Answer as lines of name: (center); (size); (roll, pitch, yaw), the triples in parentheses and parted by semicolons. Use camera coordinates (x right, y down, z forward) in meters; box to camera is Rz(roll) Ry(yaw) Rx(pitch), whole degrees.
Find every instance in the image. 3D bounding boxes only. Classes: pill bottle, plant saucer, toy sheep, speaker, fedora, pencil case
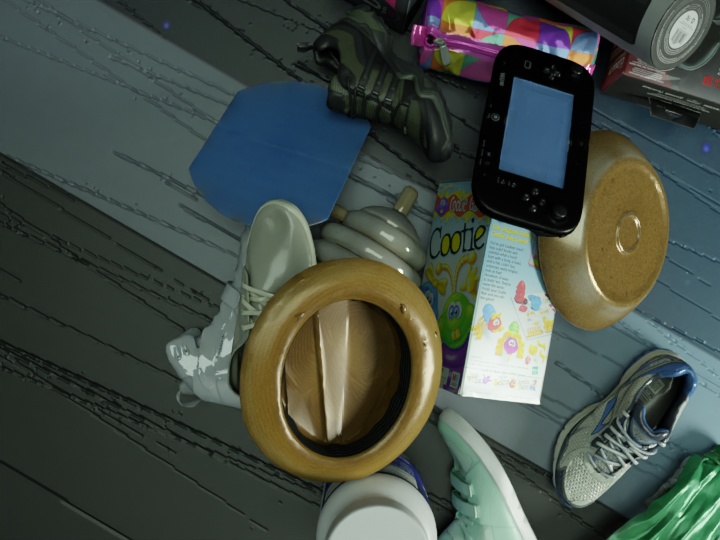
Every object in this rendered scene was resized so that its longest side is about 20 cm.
pill bottle: (0.014, 0.245, 0.707); (0.113, 0.200, 0.119); (0, 89, 0)
plant saucer: (0.256, -0.039, 0.738); (0.197, 0.035, 0.205); (-4, 97, -36)
toy sheep: (0.000, 0.000, 0.750); (0.136, 0.138, 0.203); (28, 88, 1)
speaker: (0.246, -0.279, 0.726); (0.081, 0.081, 0.201); (-37, 51, 0)
fedora: (-0.021, 0.083, 0.655); (0.196, 0.082, 0.206); (-4, 104, -17)
pencil case: (0.150, -0.233, 0.774); (0.195, 0.088, 0.091); (11, 89, 1)

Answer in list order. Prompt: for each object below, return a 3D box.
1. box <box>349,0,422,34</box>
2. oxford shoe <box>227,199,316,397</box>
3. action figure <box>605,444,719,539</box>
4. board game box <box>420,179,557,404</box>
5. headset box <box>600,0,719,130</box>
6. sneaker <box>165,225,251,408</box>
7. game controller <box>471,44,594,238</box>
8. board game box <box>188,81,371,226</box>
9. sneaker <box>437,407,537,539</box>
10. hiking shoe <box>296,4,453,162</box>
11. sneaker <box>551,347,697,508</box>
box: (0.055, -0.374, 0.758); (0.105, 0.122, 0.203); (30, 90, 0)
oxford shoe: (-0.087, 0.036, 0.693); (0.074, 0.058, 0.205); (15, 105, 17)
action figure: (0.339, 0.268, 0.779); (0.118, 0.055, 0.201); (40, 82, 2)
board game box: (0.129, 0.020, 0.744); (0.103, 0.102, 0.205); (11, 89, -28)
headset box: (0.353, -0.253, 0.777); (0.146, 0.077, 0.204); (17, 88, 0)
sneaker: (-0.144, 0.050, 0.773); (0.112, 0.075, 0.205); (0, 92, -3)
game controller: (0.162, -0.125, 0.683); (0.102, 0.042, 0.204); (20, 62, -10)
board game box: (-0.082, -0.115, 0.774); (0.155, 0.039, 0.203); (17, 57, 9)
sneaker: (0.104, 0.254, 0.766); (0.117, 0.074, 0.203); (-28, 91, -7)
hiking shoe: (0.016, -0.177, 0.763); (0.100, 0.076, 0.202); (-31, 69, -10)
sneaker: (0.274, 0.165, 0.765); (0.077, 0.085, 0.201); (38, 90, 1)
